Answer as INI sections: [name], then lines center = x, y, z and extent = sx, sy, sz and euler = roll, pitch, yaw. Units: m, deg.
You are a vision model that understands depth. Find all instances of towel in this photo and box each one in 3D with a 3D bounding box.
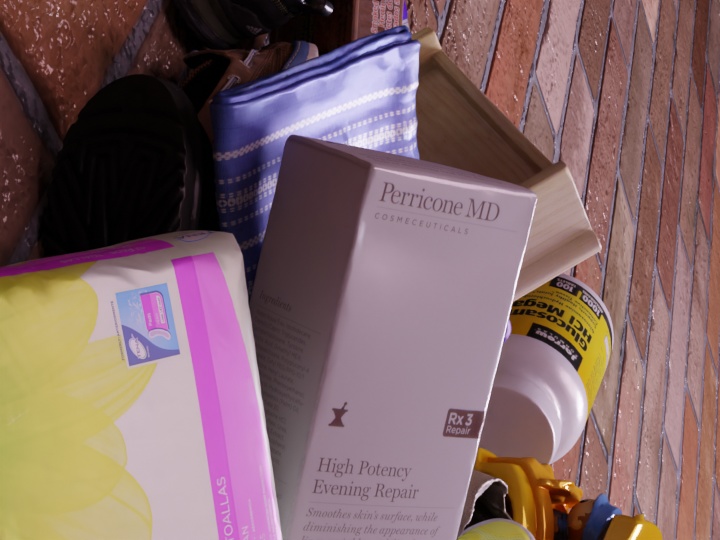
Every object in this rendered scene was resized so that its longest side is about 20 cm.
[towel]
center = -0.011, -0.007, 0.779
extent = 0.145, 0.024, 0.201
euler = -28, 120, -47

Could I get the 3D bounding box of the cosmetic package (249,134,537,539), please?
[cosmetic package]
center = 0.002, 0.048, 0.729
extent = 0.101, 0.074, 0.201
euler = 7, 100, -37

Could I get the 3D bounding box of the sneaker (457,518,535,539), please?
[sneaker]
center = 0.034, 0.188, 0.765
extent = 0.200, 0.075, 0.077
euler = -50, 154, -39

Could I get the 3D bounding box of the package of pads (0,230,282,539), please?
[package of pads]
center = -0.109, 0.094, 0.634
extent = 0.154, 0.068, 0.201
euler = -12, 95, -41

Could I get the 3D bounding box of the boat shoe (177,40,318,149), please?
[boat shoe]
center = -0.063, -0.091, 0.862
extent = 0.200, 0.072, 0.072
euler = -115, -139, -74

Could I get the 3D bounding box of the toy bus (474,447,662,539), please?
[toy bus]
center = 0.145, 0.213, 1.051
extent = 0.136, 0.191, 0.201
euler = 40, 45, -58

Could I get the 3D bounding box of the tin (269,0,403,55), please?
[tin]
center = -0.015, -0.146, 0.946
extent = 0.042, 0.112, 0.201
euler = 9, 80, -32

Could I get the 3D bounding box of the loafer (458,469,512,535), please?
[loafer]
center = 0.052, 0.143, 0.986
extent = 0.200, 0.068, 0.076
euler = 47, 30, 13

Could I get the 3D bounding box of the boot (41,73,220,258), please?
[boot]
center = -0.079, 0.019, 0.788
extent = 0.158, 0.079, 0.212
euler = 4, 89, -62

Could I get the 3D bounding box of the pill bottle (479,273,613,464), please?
[pill bottle]
center = 0.130, 0.085, 1.266
extent = 0.200, 0.112, 0.113
euler = -53, 131, -62

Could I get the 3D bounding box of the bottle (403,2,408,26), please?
[bottle]
center = 0.000, -0.156, 1.076
extent = 0.084, 0.065, 0.201
euler = -47, 127, -72

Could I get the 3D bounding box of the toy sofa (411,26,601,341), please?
[toy sofa]
center = 0.059, -0.052, 0.956
extent = 0.200, 0.083, 0.098
euler = 54, -7, 51

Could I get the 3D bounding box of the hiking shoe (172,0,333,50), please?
[hiking shoe]
center = -0.050, -0.222, 0.921
extent = 0.076, 0.100, 0.201
euler = 36, 50, -63
